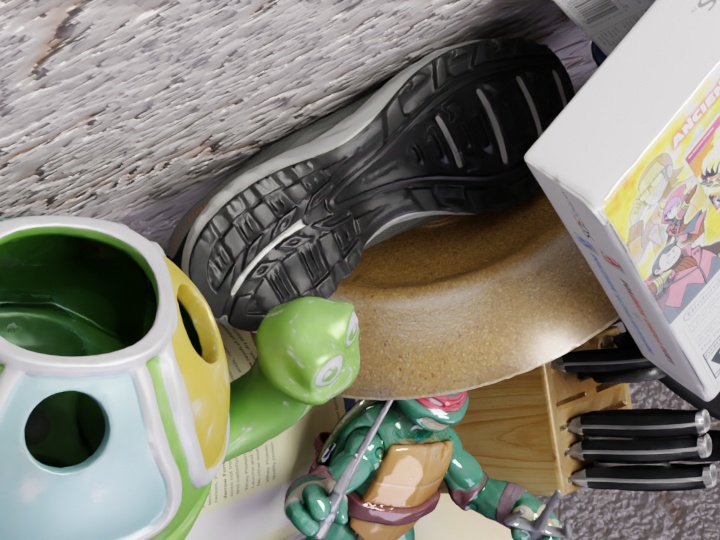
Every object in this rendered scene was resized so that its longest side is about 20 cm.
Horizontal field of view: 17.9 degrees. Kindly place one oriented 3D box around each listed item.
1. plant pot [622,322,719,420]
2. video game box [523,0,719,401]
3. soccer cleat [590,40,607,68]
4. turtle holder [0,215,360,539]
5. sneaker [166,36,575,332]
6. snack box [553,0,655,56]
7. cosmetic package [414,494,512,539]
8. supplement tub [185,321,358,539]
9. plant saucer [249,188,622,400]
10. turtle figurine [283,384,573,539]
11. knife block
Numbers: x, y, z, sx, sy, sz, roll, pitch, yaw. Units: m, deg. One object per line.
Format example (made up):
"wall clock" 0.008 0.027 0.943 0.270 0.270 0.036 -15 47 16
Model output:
"plant pot" 0.250 -0.024 1.449 0.200 0.200 0.177 -32 160 31
"video game box" 0.164 -0.066 0.903 0.200 0.047 0.182 -49 149 -7
"soccer cleat" 0.187 -0.131 0.986 0.200 0.065 0.084 -32 167 30
"turtle holder" -0.102 0.050 0.858 0.132 0.185 0.141 115 -6 -49
"sneaker" 0.003 -0.044 0.973 0.200 0.074 0.079 -28 -164 -18
"snack box" 0.149 -0.095 0.956 0.072 0.024 0.200 -29 148 18
"cosmetic package" 0.022 0.102 1.415 0.071 0.200 0.105 -25 172 -13
"supplement tub" -0.104 0.083 1.097 0.145 0.145 0.200 -34 169 40
"plant saucer" 0.040 -0.019 1.014 0.200 0.035 0.200 -14 -148 9
"turtle figurine" 0.019 0.108 1.056 0.149 0.101 0.200 5 129 -24
"knife block" 0.089 0.079 1.102 0.064 0.176 0.200 -15 143 -45
